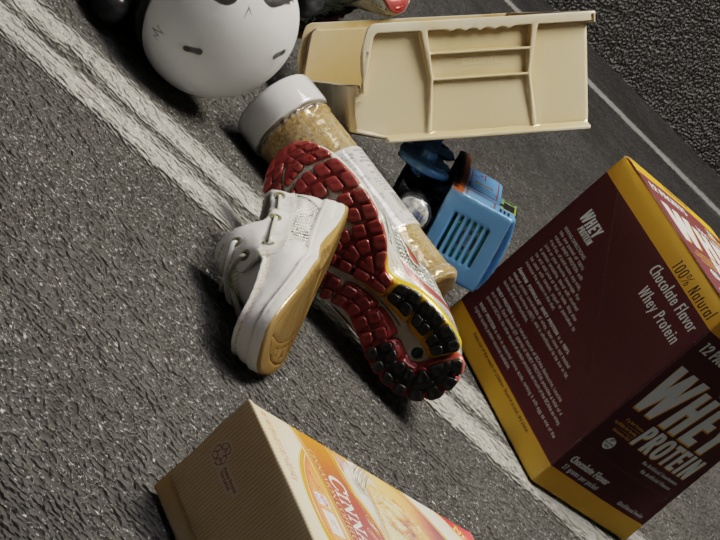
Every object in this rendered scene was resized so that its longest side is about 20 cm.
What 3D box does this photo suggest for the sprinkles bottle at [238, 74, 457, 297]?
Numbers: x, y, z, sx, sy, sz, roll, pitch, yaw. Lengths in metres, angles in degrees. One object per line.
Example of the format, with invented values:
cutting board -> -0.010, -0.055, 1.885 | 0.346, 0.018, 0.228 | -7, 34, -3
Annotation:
sprinkles bottle -> -0.010, -0.053, 1.750 | 0.200, 0.068, 0.068 | 53, 15, 16

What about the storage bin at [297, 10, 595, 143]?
storage bin -> 0.062, -0.158, 1.877 | 0.200, 0.198, 0.094 | -158, -116, -73

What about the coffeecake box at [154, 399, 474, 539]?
coffeecake box -> 0.004, 0.176, 1.194 | 0.200, 0.073, 0.154 | 35, 19, -44

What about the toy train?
toy train -> 0.069, -0.051, 1.898 | 0.114, 0.087, 0.200 | 30, 12, -2

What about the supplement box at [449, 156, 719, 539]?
supplement box -> 0.208, 0.061, 1.828 | 0.133, 0.200, 0.197 | 35, 20, -42

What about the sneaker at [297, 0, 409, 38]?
sneaker -> -0.026, -0.241, 2.030 | 0.078, 0.082, 0.200 | -5, 15, -37

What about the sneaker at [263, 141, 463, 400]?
sneaker -> 0.000, 0.000, 1.624 | 0.200, 0.078, 0.082 | 58, 10, -4

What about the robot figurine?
robot figurine -> -0.121, -0.218, 1.736 | 0.125, 0.150, 0.200 | 52, 7, -46

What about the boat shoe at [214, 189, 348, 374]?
boat shoe -> -0.062, 0.003, 1.482 | 0.069, 0.071, 0.200 | 22, 24, 1
